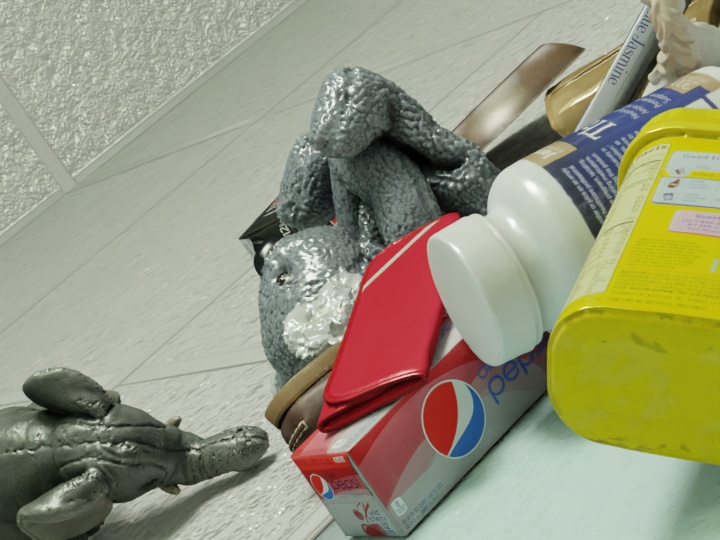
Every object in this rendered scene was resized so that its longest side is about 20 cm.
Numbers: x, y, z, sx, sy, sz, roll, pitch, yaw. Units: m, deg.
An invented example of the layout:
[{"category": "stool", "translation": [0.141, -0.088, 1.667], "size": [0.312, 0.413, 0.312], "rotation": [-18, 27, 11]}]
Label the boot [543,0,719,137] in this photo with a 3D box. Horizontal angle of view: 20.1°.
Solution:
[{"category": "boot", "translation": [0.234, -0.157, 1.575], "size": [0.199, 0.066, 0.175], "rotation": [-30, 5, 21]}]

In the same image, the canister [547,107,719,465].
[{"category": "canister", "translation": [0.181, 0.005, 0.990], "size": [0.147, 0.087, 0.200], "rotation": [8, 32, 18]}]

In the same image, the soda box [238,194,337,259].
[{"category": "soda box", "translation": [-0.027, -0.064, 1.852], "size": [0.063, 0.071, 0.200], "rotation": [-24, 17, 40]}]

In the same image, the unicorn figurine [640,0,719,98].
[{"category": "unicorn figurine", "translation": [0.214, -0.132, 1.349], "size": [0.074, 0.202, 0.137], "rotation": [26, 30, 29]}]

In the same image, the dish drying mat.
[{"category": "dish drying mat", "translation": [0.020, 0.027, 1.231], "size": [0.076, 0.018, 0.200], "rotation": [-27, 19, 22]}]

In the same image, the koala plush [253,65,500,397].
[{"category": "koala plush", "translation": [0.000, 0.000, 1.421], "size": [0.201, 0.183, 0.177], "rotation": [-58, 0, -24]}]

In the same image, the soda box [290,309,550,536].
[{"category": "soda box", "translation": [0.055, 0.070, 1.205], "size": [0.200, 0.064, 0.070], "rotation": [-43, 16, -29]}]

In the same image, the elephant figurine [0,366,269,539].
[{"category": "elephant figurine", "translation": [-0.194, 0.129, 1.433], "size": [0.155, 0.142, 0.199], "rotation": [-39, 9, -40]}]

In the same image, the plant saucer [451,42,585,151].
[{"category": "plant saucer", "translation": [0.109, -0.127, 1.719], "size": [0.200, 0.032, 0.200], "rotation": [-45, -1, -1]}]

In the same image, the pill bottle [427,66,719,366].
[{"category": "pill bottle", "translation": [0.142, -0.027, 1.159], "size": [0.199, 0.112, 0.111], "rotation": [-27, 11, -14]}]

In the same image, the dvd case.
[{"category": "dvd case", "translation": [0.199, -0.152, 1.447], "size": [0.201, 0.017, 0.143], "rotation": [-61, -10, 3]}]

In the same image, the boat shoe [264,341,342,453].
[{"category": "boat shoe", "translation": [0.032, 0.056, 1.313], "size": [0.200, 0.070, 0.071], "rotation": [-42, -20, -13]}]
